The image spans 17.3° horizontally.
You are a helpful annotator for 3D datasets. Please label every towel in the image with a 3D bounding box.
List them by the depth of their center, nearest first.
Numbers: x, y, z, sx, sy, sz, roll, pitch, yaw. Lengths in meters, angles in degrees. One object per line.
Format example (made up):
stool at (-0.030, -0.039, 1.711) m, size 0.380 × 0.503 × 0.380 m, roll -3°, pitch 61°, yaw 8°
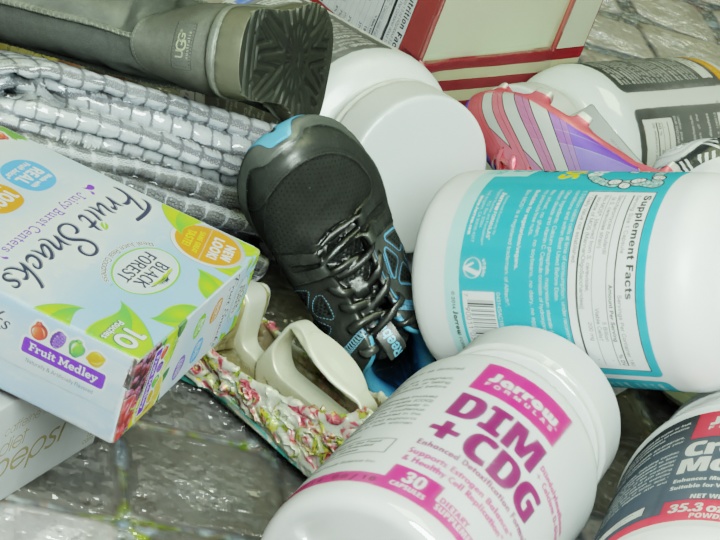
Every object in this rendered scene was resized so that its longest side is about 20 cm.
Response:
towel at (-0.143, -0.062, 1.295) m, size 0.199 × 0.086 × 0.165 m, roll 15°, pitch 2°, yaw -23°

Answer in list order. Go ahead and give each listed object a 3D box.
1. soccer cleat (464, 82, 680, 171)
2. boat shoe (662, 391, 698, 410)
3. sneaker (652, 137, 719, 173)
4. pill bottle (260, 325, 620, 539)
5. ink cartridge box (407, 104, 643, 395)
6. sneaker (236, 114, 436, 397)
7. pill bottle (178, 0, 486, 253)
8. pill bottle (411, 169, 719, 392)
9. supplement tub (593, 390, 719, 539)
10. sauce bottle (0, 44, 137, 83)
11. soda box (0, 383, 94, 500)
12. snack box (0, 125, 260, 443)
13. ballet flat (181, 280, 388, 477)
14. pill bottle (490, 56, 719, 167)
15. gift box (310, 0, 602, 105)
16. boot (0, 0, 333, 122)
soccer cleat at (0.118, -0.043, 1.325) m, size 0.200 × 0.077 × 0.067 m, roll 31°, pitch -16°, yaw 38°
boat shoe at (0.229, 0.081, 1.384) m, size 0.061 × 0.072 × 0.201 m, roll 58°, pitch -6°, yaw -31°
sneaker at (0.181, -0.005, 1.428) m, size 0.199 × 0.075 × 0.115 m, roll -18°, pitch 42°, yaw 2°
pill bottle at (0.044, 0.109, 1.112) m, size 0.113 × 0.114 × 0.200 m, roll 29°, pitch 34°, yaw 13°
ink cartridge box at (0.094, 0.009, 1.363) m, size 0.199 × 0.047 × 0.198 m, roll -30°, pitch 41°, yaw -3°
sneaker at (0.000, 0.000, 1.233) m, size 0.073 × 0.200 × 0.082 m, roll -33°, pitch 45°, yaw -5°
pill bottle at (-0.017, -0.089, 1.407) m, size 0.113 × 0.114 × 0.200 m, roll 3°, pitch 20°, yaw -33°
pill bottle at (0.134, 0.005, 1.203) m, size 0.199 × 0.111 × 0.111 m, roll 3°, pitch 15°, yaw 32°
supplement tub at (0.180, 0.147, 1.134) m, size 0.140 × 0.141 × 0.200 m, roll 26°, pitch 27°, yaw 7°
sauce bottle at (-0.215, -0.160, 1.484) m, size 0.066 × 0.066 × 0.200 m, roll -6°, pitch 40°, yaw -43°
soda box at (-0.189, 0.071, 1.079) m, size 0.064 × 0.068 × 0.200 m, roll 30°, pitch 28°, yaw 17°
snack box at (-0.166, -0.008, 1.107) m, size 0.199 × 0.053 × 0.142 m, roll 26°, pitch 29°, yaw 10°
ballet flat at (-0.049, 0.045, 1.237) m, size 0.200 × 0.064 × 0.076 m, roll 34°, pitch 31°, yaw 24°
pill bottle at (0.163, -0.080, 1.563) m, size 0.199 × 0.117 × 0.116 m, roll -8°, pitch 39°, yaw -45°
gift box at (0.042, -0.185, 1.593) m, size 0.186 × 0.185 × 0.200 m, roll -10°, pitch 46°, yaw -43°
boot at (-0.127, -0.129, 1.261) m, size 0.199 × 0.073 × 0.182 m, roll 8°, pitch -3°, yaw 18°
